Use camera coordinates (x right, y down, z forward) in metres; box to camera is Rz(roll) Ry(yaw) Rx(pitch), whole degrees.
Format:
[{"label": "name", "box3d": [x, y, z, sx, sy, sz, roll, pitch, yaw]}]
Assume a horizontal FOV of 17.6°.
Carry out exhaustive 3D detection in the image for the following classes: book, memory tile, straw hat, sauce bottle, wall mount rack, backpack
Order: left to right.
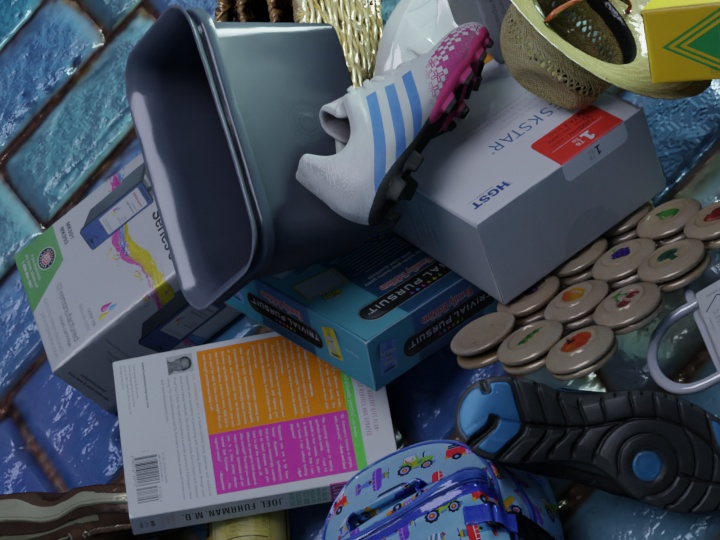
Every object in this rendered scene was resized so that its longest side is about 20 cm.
[{"label": "sauce bottle", "box3d": [-0.086, 0.169, 1.735, 0.066, 0.066, 0.201, -25, 49, 23]}, {"label": "book", "box3d": [-0.077, 0.114, 1.708, 0.198, 0.048, 0.134, -8, 56, -3]}, {"label": "backpack", "box3d": [0.050, 0.198, 1.566, 0.182, 0.134, 0.201, -27, 47, 20]}, {"label": "straw hat", "box3d": [0.145, -0.165, 1.625, 0.085, 0.200, 0.202, -53, 39, 36]}, {"label": "memory tile", "box3d": [0.166, 0.007, 1.597, 0.200, 0.017, 0.153, -40, 24, -26]}, {"label": "wall mount rack", "box3d": [0.281, 0.008, 1.551, 0.199, 0.074, 0.175, -31, 52, 17]}]

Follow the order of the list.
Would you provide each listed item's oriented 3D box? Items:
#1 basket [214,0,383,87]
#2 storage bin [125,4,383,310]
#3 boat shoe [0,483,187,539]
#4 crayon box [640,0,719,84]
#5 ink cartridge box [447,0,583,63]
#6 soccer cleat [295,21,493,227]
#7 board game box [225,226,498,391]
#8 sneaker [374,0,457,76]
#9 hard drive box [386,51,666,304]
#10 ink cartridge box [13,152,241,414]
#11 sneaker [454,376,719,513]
[{"label": "basket", "box3d": [-0.067, -0.173, 1.870, 0.142, 0.149, 0.201, -26, 52, 22]}, {"label": "storage bin", "box3d": [-0.072, -0.083, 1.674, 0.145, 0.133, 0.202, -38, 64, 55]}, {"label": "boat shoe", "box3d": [-0.210, 0.210, 1.807, 0.201, 0.074, 0.076, -10, 72, 40]}, {"label": "crayon box", "box3d": [0.305, -0.191, 1.576, 0.171, 0.059, 0.200, -3, 23, 30]}, {"label": "ink cartridge box", "box3d": [0.152, -0.269, 1.716, 0.199, 0.145, 0.084, -29, 36, -9]}, {"label": "soccer cleat", "box3d": [0.024, -0.117, 1.631, 0.086, 0.070, 0.200, 26, 53, 9]}, {"label": "board game box", "box3d": [0.000, 0.000, 1.735, 0.150, 0.047, 0.199, -32, 39, -27]}, {"label": "sneaker", "box3d": [0.088, -0.193, 1.816, 0.115, 0.074, 0.201, 3, 64, 42]}, {"label": "hard drive box", "box3d": [0.097, -0.080, 1.689, 0.155, 0.077, 0.200, -35, 38, -17]}, {"label": "ink cartridge box", "box3d": [-0.170, -0.006, 1.889, 0.199, 0.087, 0.146, -36, 47, 12]}, {"label": "sneaker", "box3d": [0.162, 0.110, 1.547, 0.198, 0.082, 0.074, 16, 86, 4]}]
